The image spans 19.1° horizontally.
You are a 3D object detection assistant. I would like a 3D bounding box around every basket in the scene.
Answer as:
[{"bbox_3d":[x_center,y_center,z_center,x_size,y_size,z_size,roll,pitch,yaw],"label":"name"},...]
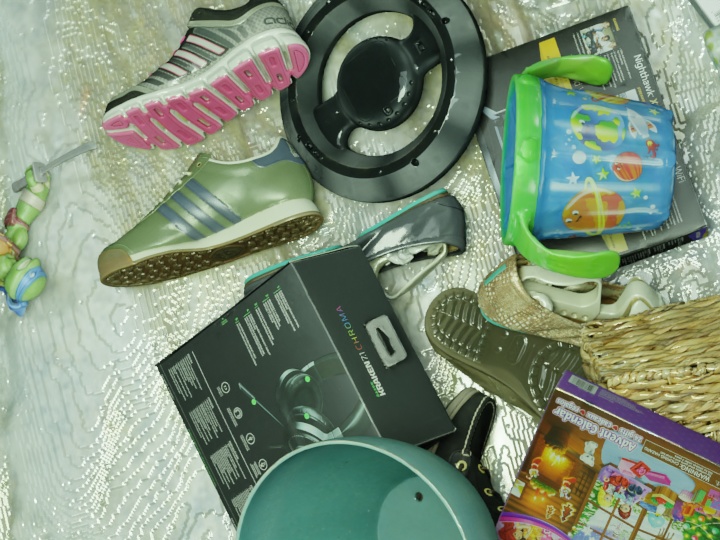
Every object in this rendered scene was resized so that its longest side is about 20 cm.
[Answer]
[{"bbox_3d":[0.281,0.110,1.649,0.198,0.143,0.150,-12,110,-2],"label":"basket"}]

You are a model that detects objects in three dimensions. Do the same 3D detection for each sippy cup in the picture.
[{"bbox_3d":[0.180,-0.084,1.685,0.129,0.140,0.179,3,91,-1],"label":"sippy cup"}]

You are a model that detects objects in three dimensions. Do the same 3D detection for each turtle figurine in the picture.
[{"bbox_3d":[-0.336,-0.073,1.823,0.193,0.201,0.144,28,53,17],"label":"turtle figurine"}]

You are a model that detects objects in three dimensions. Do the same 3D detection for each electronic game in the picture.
[{"bbox_3d":[0.017,-0.157,1.797,0.199,0.042,0.202,-3,84,30],"label":"electronic game"}]

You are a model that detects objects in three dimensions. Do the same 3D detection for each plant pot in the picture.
[{"bbox_3d":[0.025,0.211,1.585,0.199,0.135,0.202,5,100,29],"label":"plant pot"}]

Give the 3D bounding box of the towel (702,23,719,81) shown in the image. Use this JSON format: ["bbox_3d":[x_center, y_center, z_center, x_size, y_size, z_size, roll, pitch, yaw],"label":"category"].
[{"bbox_3d":[0.390,-0.131,1.720,0.170,0.048,0.201,-22,92,3],"label":"towel"}]

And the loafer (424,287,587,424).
[{"bbox_3d":[0.140,0.079,1.753,0.199,0.067,0.076,35,82,-3],"label":"loafer"}]

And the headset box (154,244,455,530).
[{"bbox_3d":[-0.043,0.099,1.720,0.200,0.092,0.175,-38,75,38],"label":"headset box"}]

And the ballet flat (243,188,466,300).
[{"bbox_3d":[0.000,0.000,1.787,0.199,0.073,0.074,-24,79,4],"label":"ballet flat"}]

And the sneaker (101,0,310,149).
[{"bbox_3d":[-0.136,-0.175,1.835,0.199,0.074,0.088,-26,54,20],"label":"sneaker"}]

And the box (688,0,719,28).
[{"bbox_3d":[0.363,-0.272,1.772,0.199,0.041,0.156,-37,79,5],"label":"box"}]

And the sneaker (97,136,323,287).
[{"bbox_3d":[-0.134,-0.054,1.824,0.199,0.067,0.091,-17,71,8],"label":"sneaker"}]

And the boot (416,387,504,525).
[{"bbox_3d":[0.113,0.194,1.702,0.149,0.073,0.201,10,55,23],"label":"boot"}]

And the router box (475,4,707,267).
[{"bbox_3d":[0.182,-0.098,1.774,0.156,0.052,0.201,-19,79,7],"label":"router box"}]

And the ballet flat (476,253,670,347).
[{"bbox_3d":[0.193,0.031,1.711,0.198,0.065,0.071,11,48,-15],"label":"ballet flat"}]

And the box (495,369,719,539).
[{"bbox_3d":[0.213,0.179,1.584,0.199,0.039,0.138,25,114,10],"label":"box"}]
